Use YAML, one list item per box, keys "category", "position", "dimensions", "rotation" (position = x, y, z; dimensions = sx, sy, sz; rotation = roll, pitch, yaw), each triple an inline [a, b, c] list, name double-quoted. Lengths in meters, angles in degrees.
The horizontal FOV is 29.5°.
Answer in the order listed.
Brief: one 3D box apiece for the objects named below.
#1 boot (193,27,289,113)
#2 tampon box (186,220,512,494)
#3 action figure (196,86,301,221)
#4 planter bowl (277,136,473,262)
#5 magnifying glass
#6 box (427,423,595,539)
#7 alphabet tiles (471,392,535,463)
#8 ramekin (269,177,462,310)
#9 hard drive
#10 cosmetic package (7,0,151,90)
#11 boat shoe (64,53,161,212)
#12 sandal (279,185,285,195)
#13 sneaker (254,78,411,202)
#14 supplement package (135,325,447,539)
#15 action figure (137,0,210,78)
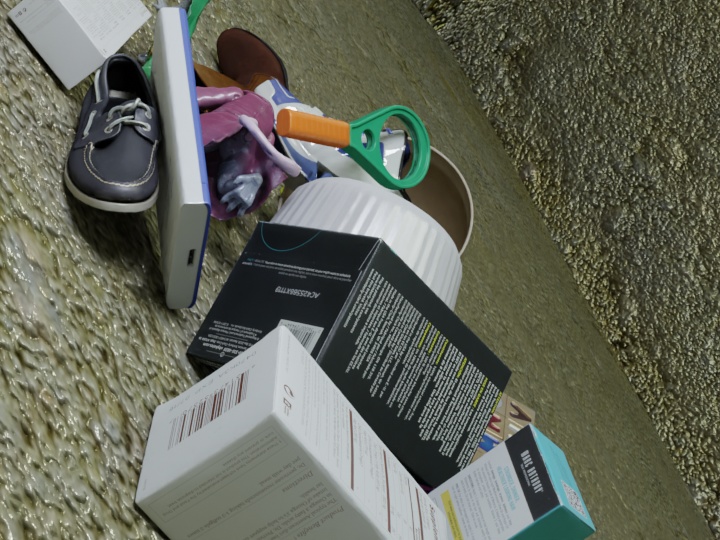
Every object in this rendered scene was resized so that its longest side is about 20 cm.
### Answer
- category: "boot"
  position: [-0.150, -0.205, 1.532]
  dimensions: [0.200, 0.068, 0.189]
  rotation: [2, 63, -64]
- category: "tampon box"
  position: [-0.006, 0.074, 1.092]
  dimensions: [0.149, 0.127, 0.200]
  rotation: [8, -28, 46]
- category: "action figure"
  position: [-0.122, -0.132, 1.265]
  dimensions: [0.134, 0.149, 0.200]
  rotation: [47, 30, -13]
- category: "planter bowl"
  position: [0.017, -0.023, 1.434]
  dimensions: [0.135, 0.199, 0.201]
  rotation: [85, -17, -58]
- category: "magnifying glass"
  position: [-0.003, -0.122, 1.273]
  dimensions: [0.199, 0.022, 0.080]
  rotation: [7, 82, -50]
- category: "box"
  position: [0.072, 0.208, 1.025]
  dimensions: [0.049, 0.200, 0.083]
  rotation: [40, 21, -36]
- category: "alphabet tiles"
  position: [0.111, 0.167, 1.226]
  dimensions: [0.167, 0.008, 0.200]
  rotation: [31, 33, -11]
- category: "ramekin"
  position: [0.000, 0.000, 1.229]
  dimensions: [0.202, 0.202, 0.095]
  rotation: [46, 62, -38]
- category: "hard drive"
  position: [-0.146, -0.090, 1.088]
  dimensions: [0.132, 0.025, 0.201]
  rotation: [108, -24, -52]
- category: "cosmetic package"
  position: [-0.246, -0.227, 1.222]
  dimensions: [0.083, 0.051, 0.200]
  rotation: [50, 15, -14]
- category: "boat shoe"
  position: [-0.191, -0.110, 1.068]
  dimensions: [0.072, 0.063, 0.200]
  rotation: [6, 29, -13]
- category: "sandal"
  position: [-0.029, -0.075, 1.582]
  dimensions: [0.087, 0.079, 0.200]
  rotation: [63, 16, 8]
- category: "sneaker"
  position: [-0.015, -0.114, 1.373]
  dimensions: [0.200, 0.115, 0.081]
  rotation: [52, -21, 18]
- category: "supplement package"
  position: [-0.039, 0.161, 0.925]
  dimensions: [0.200, 0.117, 0.117]
  rotation: [52, 15, -21]
- category: "action figure"
  position: [-0.188, -0.227, 1.355]
  dimensions: [0.054, 0.119, 0.200]
  rotation: [19, 28, -9]
